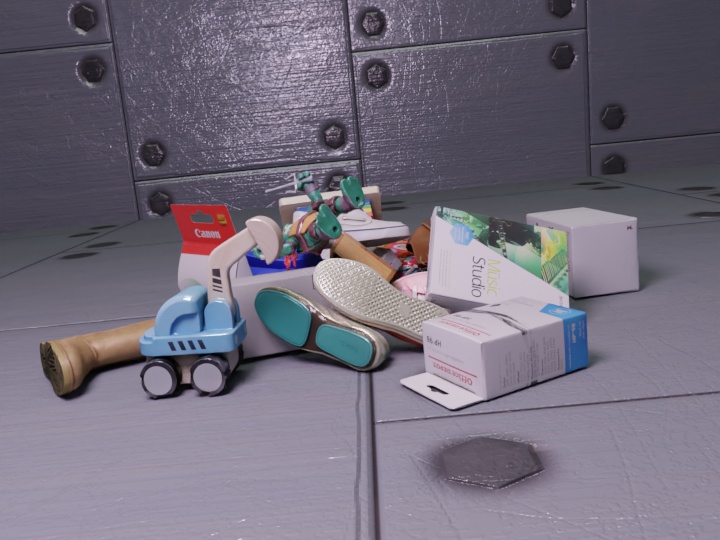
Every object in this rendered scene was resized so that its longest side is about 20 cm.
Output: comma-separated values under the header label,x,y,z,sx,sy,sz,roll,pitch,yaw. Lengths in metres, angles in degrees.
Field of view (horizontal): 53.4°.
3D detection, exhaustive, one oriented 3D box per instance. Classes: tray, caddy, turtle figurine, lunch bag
label,x,y,z,sx,sy,sz,roll,pitch,yaw
tray,0.000,0.000,1.122,0.098,0.037,0.200,36,-9,3
caddy,-0.137,0.026,1.207,0.198,0.106,0.142,5,38,37
turtle figurine,-0.081,-0.071,1.044,0.100,0.152,0.199,32,-26,-29
lunch bag,0.117,-0.005,1.296,0.198,0.083,0.175,-10,16,-36

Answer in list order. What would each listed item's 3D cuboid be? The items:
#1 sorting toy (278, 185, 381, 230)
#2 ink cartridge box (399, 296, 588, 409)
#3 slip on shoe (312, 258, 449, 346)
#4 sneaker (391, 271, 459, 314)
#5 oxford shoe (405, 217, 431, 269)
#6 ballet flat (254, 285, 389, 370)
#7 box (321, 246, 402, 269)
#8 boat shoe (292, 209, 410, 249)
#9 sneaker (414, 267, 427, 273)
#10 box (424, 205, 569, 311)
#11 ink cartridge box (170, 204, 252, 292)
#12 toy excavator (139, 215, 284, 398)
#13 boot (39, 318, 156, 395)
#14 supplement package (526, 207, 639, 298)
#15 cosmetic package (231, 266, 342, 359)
label,x,y,z,sx,sy,sz,roll,pitch,yaw
sorting toy,-0.051,-0.061,1.433,0.196,0.200,0.070,-8,51,-1
ink cartridge box,0.152,0.089,0.828,0.197,0.068,0.115,-12,13,-28
slip on shoe,0.025,0.048,0.947,0.198,0.075,0.061,25,-24,-6
sneaker,0.129,0.044,1.039,0.196,0.077,0.105,-1,6,2
oxford shoe,0.125,-0.022,1.112,0.071,0.072,0.200,-40,20,-4
ballet flat,-0.051,0.077,0.938,0.198,0.068,0.062,26,13,23
box,-0.009,-0.018,1.254,0.199,0.039,0.042,6,54,53
boat shoe,-0.015,-0.073,1.158,0.196,0.067,0.072,-5,-8,-14
sneaker,0.174,0.026,1.173,0.197,0.079,0.085,-10,-27,15
box,0.191,-0.005,0.993,0.196,0.146,0.036,11,-31,-6
ink cartridge box,-0.240,-0.003,1.136,0.159,0.203,0.050,5,32,43
toy excavator,-0.184,0.042,0.884,0.191,0.204,0.100,-5,11,5
boot,-0.332,0.106,0.996,0.197,0.067,0.174,-11,13,-30
supplement package,0.373,-0.036,1.217,0.115,0.119,0.200,-6,10,-7
cosmetic package,-0.106,0.056,1.018,0.197,0.109,0.090,-11,8,-18
